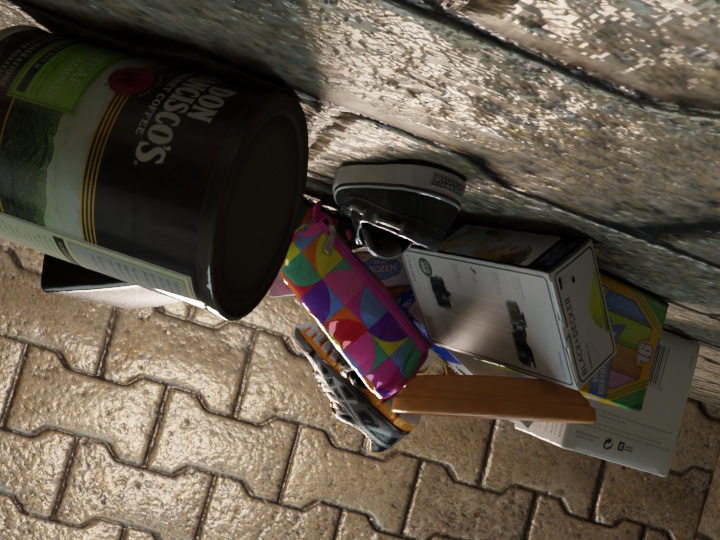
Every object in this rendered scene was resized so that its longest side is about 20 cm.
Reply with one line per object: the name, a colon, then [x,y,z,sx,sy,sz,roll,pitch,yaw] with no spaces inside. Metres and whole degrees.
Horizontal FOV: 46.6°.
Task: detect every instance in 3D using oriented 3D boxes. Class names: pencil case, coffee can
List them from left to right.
coffee can: [-0.151,-0.067,0.560,0.195,0.150,0.146,17,177,13]
pencil case: [-0.010,0.034,0.861,0.201,0.088,0.088,51,173,-5]

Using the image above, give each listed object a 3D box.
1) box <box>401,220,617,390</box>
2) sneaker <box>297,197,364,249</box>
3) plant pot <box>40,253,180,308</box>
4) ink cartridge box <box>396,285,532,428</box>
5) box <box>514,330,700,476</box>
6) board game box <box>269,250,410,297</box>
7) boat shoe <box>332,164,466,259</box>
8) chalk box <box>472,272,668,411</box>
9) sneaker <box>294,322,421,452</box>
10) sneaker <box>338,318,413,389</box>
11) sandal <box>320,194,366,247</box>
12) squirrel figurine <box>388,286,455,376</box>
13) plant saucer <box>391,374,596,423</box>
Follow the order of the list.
box: [0.132,0.025,0.774,0.060,0.119,0.198,-32,-156,-27]
sneaker: [-0.063,-0.059,1.005,0.196,0.082,0.071,-5,178,-32]
plant pot: [-0.257,-0.058,1.055,0.173,0.206,0.199,3,172,17]
ink cartridge box: [0.127,0.099,0.995,0.200,0.044,0.094,44,172,-7]
box: [0.358,0.169,1.219,0.195,0.205,0.130,18,176,-21]
board game box: [0.000,0.000,1.017,0.193,0.045,0.200,-7,180,4]
boat shoe: [0.021,-0.044,0.695,0.070,0.069,0.199,19,177,-24]
chalk box: [0.210,0.060,0.898,0.196,0.127,0.124,19,176,-29]
sneaker: [-0.017,0.145,1.048,0.200,0.078,0.078,44,-154,18]
sneaker: [0.000,0.085,1.002,0.069,0.101,0.200,8,-172,-24]
sandal: [0.019,-0.043,0.931,0.074,0.046,0.199,16,176,28]
squirrel figurine: [0.116,0.048,1.141,0.143,0.183,0.202,73,174,-50]
plant saucer: [0.128,0.125,0.809,0.194,0.039,0.200,3,170,0]
